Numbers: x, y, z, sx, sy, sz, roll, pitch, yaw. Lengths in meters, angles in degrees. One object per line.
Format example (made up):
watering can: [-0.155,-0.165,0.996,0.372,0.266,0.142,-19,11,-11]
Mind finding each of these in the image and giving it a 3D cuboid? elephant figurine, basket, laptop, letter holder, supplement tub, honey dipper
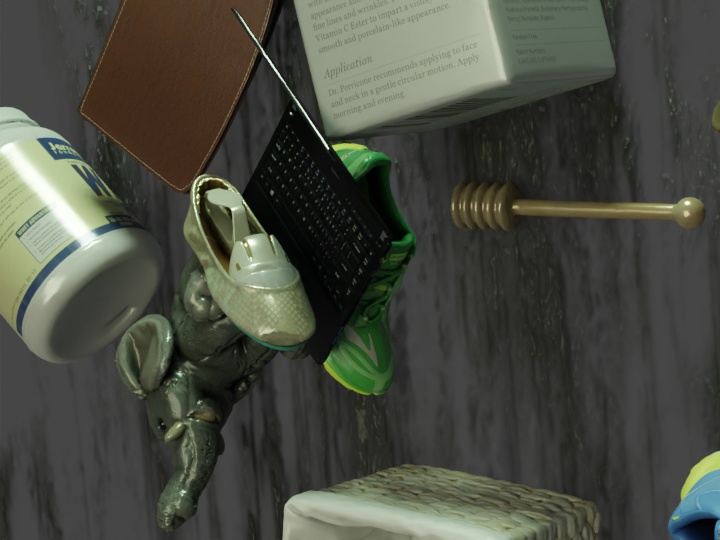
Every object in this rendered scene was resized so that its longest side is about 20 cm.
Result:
elephant figurine: [-0.137,0.083,1.487,0.141,0.155,0.201,36,109,2]
basket: [0.060,0.264,1.347,0.199,0.160,0.200,6,100,34]
laptop: [-0.061,-0.061,1.358,0.201,0.103,0.178,-60,45,31]
letter holder: [-0.121,-0.180,1.467,0.142,0.100,0.201,38,117,24]
supplement tub: [-0.283,-0.034,1.577,0.200,0.144,0.146,46,120,22]
honey dipper: [0.160,-0.044,1.320,0.198,0.038,0.038,5,99,33]

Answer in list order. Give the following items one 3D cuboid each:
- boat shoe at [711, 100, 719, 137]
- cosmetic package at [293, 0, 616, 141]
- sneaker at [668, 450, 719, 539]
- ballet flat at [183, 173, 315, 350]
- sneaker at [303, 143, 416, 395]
boat shoe: [0.334,-0.106,1.171,0.199,0.072,0.068,-16,120,29]
cosmetic package: [0.059,-0.213,1.289,0.164,0.164,0.202,-13,89,36]
sneaker: [0.297,0.182,1.201,0.199,0.105,0.076,7,118,40]
ballet flat: [-0.092,-0.012,1.373,0.200,0.067,0.063,47,142,49]
sneaker: [0.000,0.000,1.413,0.083,0.074,0.202,-3,94,49]
